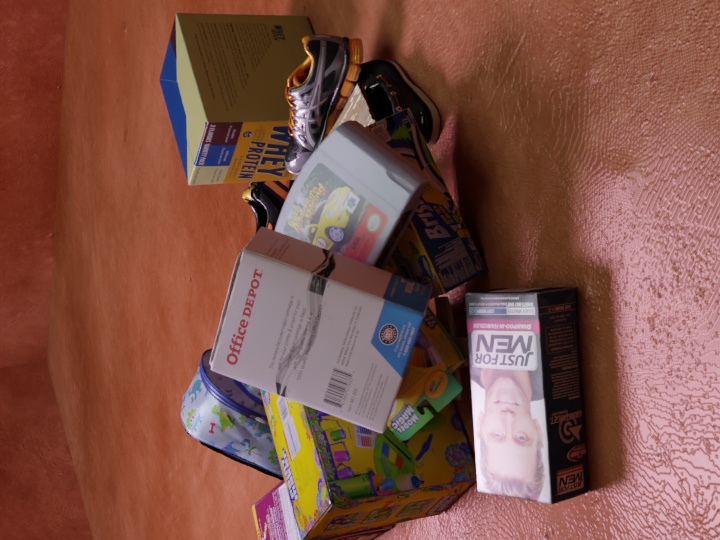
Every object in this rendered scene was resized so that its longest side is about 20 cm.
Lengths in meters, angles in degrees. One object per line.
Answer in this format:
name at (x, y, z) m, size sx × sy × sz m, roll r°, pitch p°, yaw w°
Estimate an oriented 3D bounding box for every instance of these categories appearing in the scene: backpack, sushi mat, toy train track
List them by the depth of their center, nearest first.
toy train track at (0.131, 0.084, 1.244) m, size 0.199 × 0.032 × 0.116 m, roll -5°, pitch 93°, yaw 58°
sushi mat at (-0.036, -0.123, 1.388) m, size 0.201 × 0.012 × 0.096 m, roll -56°, pitch 39°, yaw 32°
backpack at (-0.149, 0.188, 1.642) m, size 0.148 × 0.198 × 0.183 m, roll -64°, pitch 16°, yaw 15°

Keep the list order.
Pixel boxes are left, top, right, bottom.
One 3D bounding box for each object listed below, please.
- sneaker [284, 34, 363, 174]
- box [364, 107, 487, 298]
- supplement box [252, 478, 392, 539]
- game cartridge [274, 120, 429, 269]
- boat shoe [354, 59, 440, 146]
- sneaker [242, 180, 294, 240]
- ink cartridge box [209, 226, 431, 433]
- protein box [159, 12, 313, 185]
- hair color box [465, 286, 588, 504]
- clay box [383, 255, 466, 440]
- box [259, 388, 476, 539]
sneaker at (-0.063, -0.214, 1.444) m, size 0.079 × 0.076 × 0.201 m, roll -103°, pitch 32°, yaw -54°
box at (0.059, -0.071, 1.262) m, size 0.202 × 0.064 × 0.070 m, roll 65°, pitch 154°, yaw 0°
supplement box at (-0.059, 0.342, 1.584) m, size 0.200 × 0.129 × 0.104 m, roll -48°, pitch 52°, yaw 57°
game cartridge at (-0.022, -0.052, 1.235) m, size 0.133 × 0.041 × 0.201 m, roll 40°, pitch 117°, yaw 23°
boat shoe at (0.026, -0.207, 1.384) m, size 0.202 × 0.062 × 0.074 m, roll -129°, pitch 40°, yaw -52°
sneaker at (-0.136, -0.135, 1.708) m, size 0.070 × 0.089 × 0.203 m, roll 168°, pitch 96°, yaw -65°
ink cartridge box at (-0.042, 0.060, 1.193) m, size 0.084 × 0.198 × 0.146 m, roll -64°, pitch -7°, yaw -67°
protein box at (-0.158, -0.242, 1.606) m, size 0.135 × 0.198 × 0.200 m, roll 120°, pitch 138°, yaw -50°
hair color box at (0.163, 0.120, 1.121) m, size 0.099 × 0.060 × 0.203 m, roll -3°, pitch 92°, yaw 49°
clay box at (0.032, 0.077, 1.272) m, size 0.115 × 0.047 × 0.201 m, roll -45°, pitch 73°, yaw 33°
box at (0.007, 0.189, 1.342) m, size 0.122 × 0.190 × 0.202 m, roll 121°, pitch 137°, yaw -52°
